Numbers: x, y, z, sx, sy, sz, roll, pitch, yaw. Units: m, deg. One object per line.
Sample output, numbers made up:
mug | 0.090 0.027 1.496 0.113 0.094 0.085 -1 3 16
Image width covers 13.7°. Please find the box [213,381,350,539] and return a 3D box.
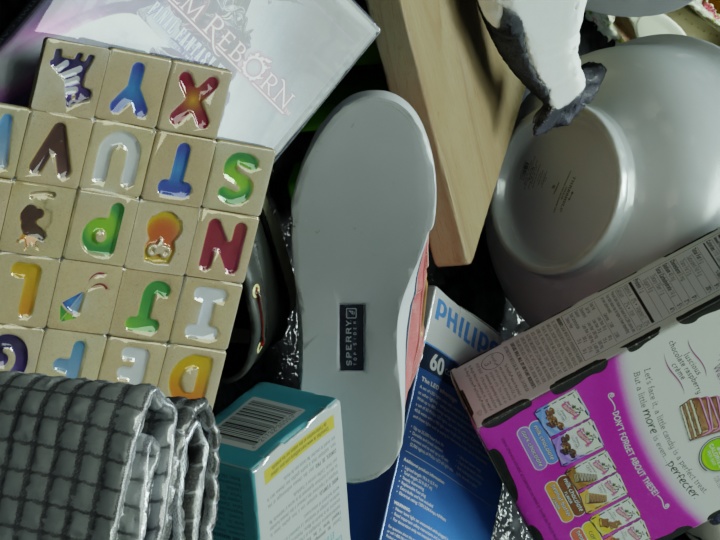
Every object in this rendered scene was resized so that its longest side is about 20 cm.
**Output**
box | -0.044 0.164 1.489 0.082 0.049 0.201 -37 131 -50

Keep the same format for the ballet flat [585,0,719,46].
ballet flat | 0.203 -0.128 1.838 0.200 0.076 0.064 33 20 -31

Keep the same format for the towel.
towel | -0.152 0.145 1.287 0.085 0.165 0.201 26 71 -61

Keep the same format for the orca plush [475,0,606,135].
orca plush | 0.093 -0.169 1.551 0.071 0.105 0.200 61 0 41

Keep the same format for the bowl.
bowl | 0.136 -0.040 1.663 0.090 0.200 0.202 11 79 -46

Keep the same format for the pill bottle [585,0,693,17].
pill bottle | 0.164 -0.258 1.756 0.114 0.113 0.201 37 51 -46

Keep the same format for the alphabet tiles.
alphabet tiles | -0.125 -0.003 1.386 0.166 0.006 0.201 8 101 -34

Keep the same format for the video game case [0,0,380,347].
video game case | -0.099 -0.085 1.402 0.143 0.019 0.200 44 80 -27

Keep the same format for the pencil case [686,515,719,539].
pencil case | 0.235 0.151 1.870 0.078 0.090 0.200 -35 127 2

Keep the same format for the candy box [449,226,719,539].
candy box | 0.165 0.069 1.605 0.137 0.199 0.061 61 3 -36

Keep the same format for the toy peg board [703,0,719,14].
toy peg board | 0.268 -0.220 1.928 0.200 0.097 0.200 -45 123 -44

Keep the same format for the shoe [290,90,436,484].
shoe | 0.000 0.000 1.514 0.091 0.071 0.201 -83 176 -74

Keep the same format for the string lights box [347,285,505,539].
string lights box | 0.025 0.120 1.614 0.103 0.059 0.201 36 60 -47

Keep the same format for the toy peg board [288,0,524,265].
toy peg board | 0.010 -0.138 1.578 0.200 0.097 0.201 -71 152 -50

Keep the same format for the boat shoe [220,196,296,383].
boat shoe | -0.088 -0.036 1.460 0.063 0.073 0.202 -59 137 -47
